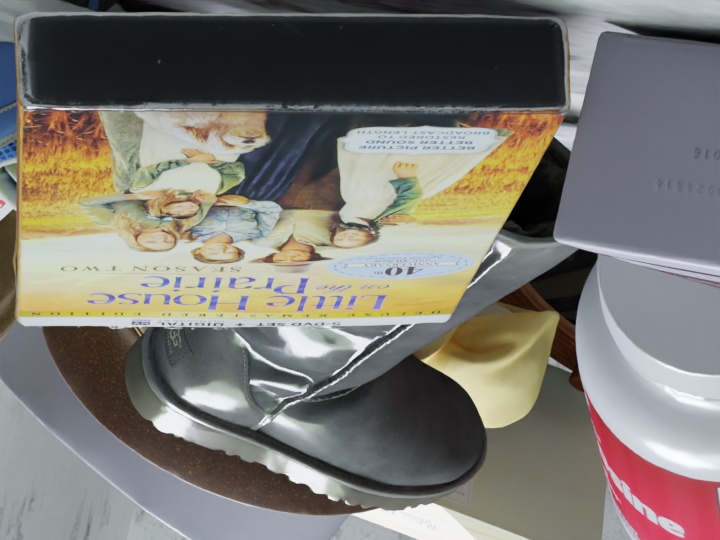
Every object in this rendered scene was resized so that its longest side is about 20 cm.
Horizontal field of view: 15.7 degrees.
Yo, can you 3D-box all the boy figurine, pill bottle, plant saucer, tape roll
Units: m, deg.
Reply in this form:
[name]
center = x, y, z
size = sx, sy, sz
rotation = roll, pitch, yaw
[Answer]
[boy figurine]
center = 0.000, 0.000, 1.111
size = 0.200, 0.065, 0.124
rotation = 31, 173, -12
[pill bottle]
center = 0.139, 0.040, 0.970
size = 0.112, 0.113, 0.200
rotation = 12, 157, 16
[plant saucer]
center = -0.043, 0.026, 1.167
size = 0.200, 0.035, 0.200
rotation = 16, -145, -12
[tape roll]
center = -0.090, 0.068, 1.291
size = 0.200, 0.066, 0.200
rotation = 37, -176, -3

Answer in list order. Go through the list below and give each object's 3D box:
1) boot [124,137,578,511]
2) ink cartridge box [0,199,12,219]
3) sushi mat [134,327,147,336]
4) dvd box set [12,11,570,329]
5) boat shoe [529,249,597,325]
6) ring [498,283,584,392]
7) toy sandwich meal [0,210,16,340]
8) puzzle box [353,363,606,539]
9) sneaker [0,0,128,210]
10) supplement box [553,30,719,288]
[boot]
center = 0.026, 0.014, 0.989
size = 0.181, 0.073, 0.200
rotation = 12, 140, -36
[ink cartridge box]
center = -0.181, -0.044, 0.911
size = 0.068, 0.116, 0.200
rotation = 58, -161, 23
[sushi mat]
center = -0.105, -0.028, 1.133
size = 0.096, 0.012, 0.200
rotation = 12, -149, -48
[dvd box set]
center = -0.029, -0.024, 0.762
size = 0.146, 0.029, 0.200
rotation = 0, 163, -8
[boat shoe]
center = 0.111, 0.004, 1.261
size = 0.074, 0.074, 0.200
rotation = 11, 174, -40
[ring]
center = 0.121, 0.019, 1.129
size = 0.200, 0.019, 0.201
rotation = 25, 157, 11
[toy sandwich meal]
center = -0.221, -0.025, 1.064
size = 0.205, 0.070, 0.205
rotation = 40, -155, -23
[puzzle box]
center = 0.019, 0.067, 1.202
size = 0.200, 0.025, 0.133
rotation = 22, -144, -5
[sneaker]
center = -0.084, -0.050, 0.875
size = 0.076, 0.077, 0.200
rotation = 8, 178, 42
[supplement box]
center = 0.160, -0.010, 0.713
size = 0.109, 0.061, 0.200
rotation = 11, 177, 45
